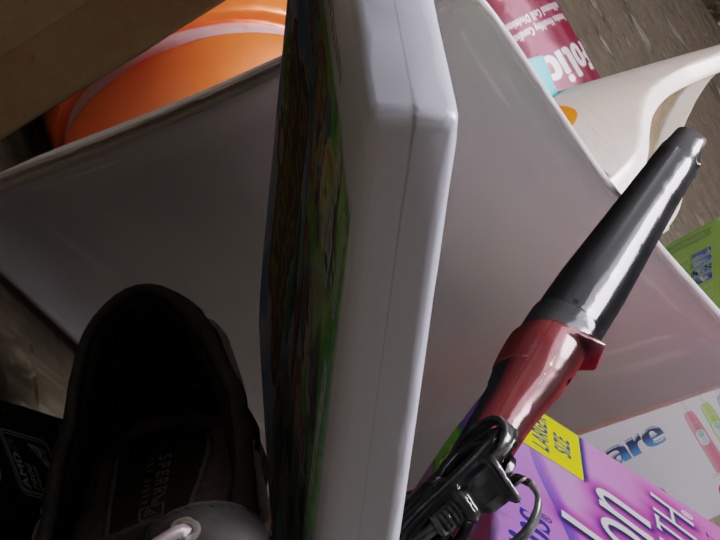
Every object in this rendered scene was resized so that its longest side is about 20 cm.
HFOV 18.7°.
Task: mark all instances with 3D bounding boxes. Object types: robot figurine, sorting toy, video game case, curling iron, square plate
[{"bbox_3d":[-0.064,-0.080,0.815,0.144,0.117,0.200,110,-32,-50],"label":"robot figurine"},{"bbox_3d":[0.081,-0.028,0.891,0.107,0.180,0.200,51,-30,22],"label":"sorting toy"},{"bbox_3d":[-0.007,-0.006,0.557,0.182,0.022,0.200,-97,-169,-52],"label":"video game case"},{"bbox_3d":[0.059,0.021,0.614,0.026,0.050,0.200,50,45,-11],"label":"curling iron"},{"bbox_3d":[0.000,0.000,0.719,0.200,0.198,0.028,47,33,-37],"label":"square plate"}]

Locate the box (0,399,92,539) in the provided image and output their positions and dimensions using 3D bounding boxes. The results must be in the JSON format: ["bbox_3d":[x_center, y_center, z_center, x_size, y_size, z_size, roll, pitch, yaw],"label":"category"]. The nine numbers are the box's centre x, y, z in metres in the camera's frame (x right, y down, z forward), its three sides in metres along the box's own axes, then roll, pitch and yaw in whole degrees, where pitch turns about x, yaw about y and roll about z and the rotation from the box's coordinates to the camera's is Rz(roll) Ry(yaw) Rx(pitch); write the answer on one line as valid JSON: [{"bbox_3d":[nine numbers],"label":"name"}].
[{"bbox_3d":[-0.095,0.115,0.509,0.193,0.048,0.200,34,29,-62],"label":"box"}]

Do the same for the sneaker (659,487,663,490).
[{"bbox_3d":[0.120,0.153,1.012,0.200,0.089,0.079,48,21,-38],"label":"sneaker"}]

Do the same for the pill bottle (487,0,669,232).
[{"bbox_3d":[0.093,-0.087,1.303,0.200,0.114,0.114,60,16,1],"label":"pill bottle"}]

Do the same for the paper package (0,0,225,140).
[{"bbox_3d":[-0.115,-0.101,0.561,0.103,0.191,0.200,54,19,-19],"label":"paper package"}]

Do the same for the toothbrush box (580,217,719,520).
[{"bbox_3d":[0.148,0.065,1.147,0.086,0.146,0.200,58,15,-10],"label":"toothbrush box"}]

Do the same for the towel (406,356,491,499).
[{"bbox_3d":[0.046,0.101,0.851,0.200,0.022,0.147,59,-26,-8],"label":"towel"}]

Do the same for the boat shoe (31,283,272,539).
[{"bbox_3d":[-0.053,0.062,0.521,0.200,0.067,0.057,-101,173,-70],"label":"boat shoe"}]

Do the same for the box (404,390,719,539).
[{"bbox_3d":[0.095,0.147,0.635,0.200,0.097,0.176,32,15,-5],"label":"box"}]
